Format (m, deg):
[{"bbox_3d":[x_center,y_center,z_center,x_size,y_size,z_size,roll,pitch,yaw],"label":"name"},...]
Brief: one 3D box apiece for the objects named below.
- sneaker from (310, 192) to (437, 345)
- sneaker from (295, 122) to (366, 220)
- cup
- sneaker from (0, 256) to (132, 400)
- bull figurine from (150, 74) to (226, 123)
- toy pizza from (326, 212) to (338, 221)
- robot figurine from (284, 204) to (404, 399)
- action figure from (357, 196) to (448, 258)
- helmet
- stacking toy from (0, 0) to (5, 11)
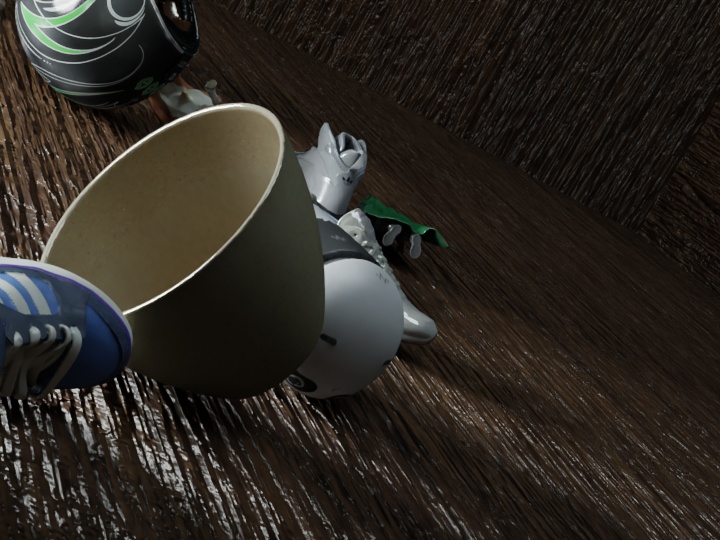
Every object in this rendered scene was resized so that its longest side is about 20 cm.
[{"bbox_3d":[0.000,0.000,1.365,0.199,0.100,0.075,34,10,7],"label":"sneaker"},{"bbox_3d":[-0.054,-0.135,1.739,0.074,0.116,0.200,22,14,-34],"label":"sneaker"},{"bbox_3d":[-0.102,0.006,0.943,0.144,0.199,0.200,54,-3,-34],"label":"cup"},{"bbox_3d":[-0.202,0.052,0.733,0.199,0.081,0.147,27,20,-34],"label":"sneaker"},{"bbox_3d":[-0.197,-0.196,1.716,0.198,0.065,0.122,29,-23,27],"label":"bull figurine"},{"bbox_3d":[-0.077,-0.051,1.547,0.198,0.032,0.200,29,12,-7],"label":"toy pizza"},{"bbox_3d":[-0.048,0.020,1.114,0.149,0.126,0.200,-24,39,-21],"label":"robot figurine"},{"bbox_3d":[0.036,-0.062,1.817,0.117,0.055,0.200,26,6,-16],"label":"action figure"},{"bbox_3d":[-0.301,-0.287,1.571,0.200,0.188,0.203,-19,90,-76],"label":"helmet"},{"bbox_3d":[-0.467,-0.445,1.776,0.085,0.202,0.085,28,12,-6],"label":"stacking toy"}]
